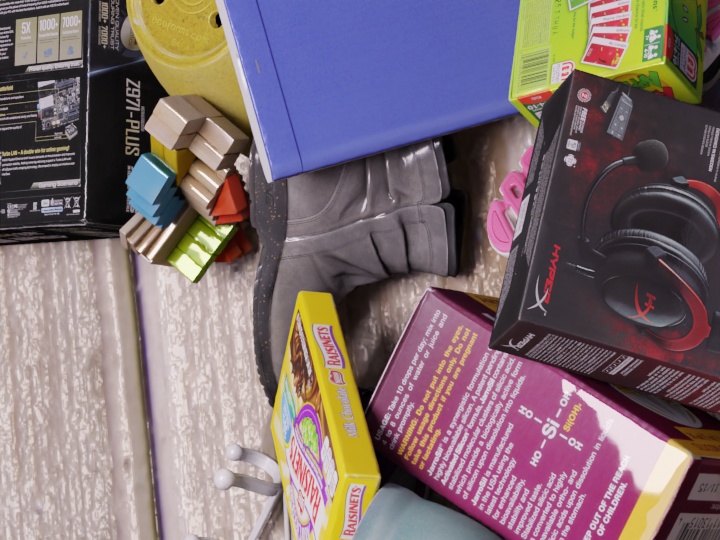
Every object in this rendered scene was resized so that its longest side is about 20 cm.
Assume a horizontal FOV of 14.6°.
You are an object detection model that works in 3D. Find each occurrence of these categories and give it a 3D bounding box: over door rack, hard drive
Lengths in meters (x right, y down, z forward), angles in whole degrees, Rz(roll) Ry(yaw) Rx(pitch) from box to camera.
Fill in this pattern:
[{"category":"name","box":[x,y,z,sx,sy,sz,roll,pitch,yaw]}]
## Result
[{"category":"over door rack","box":[-0.084,0.206,1.722,0.149,0.066,0.200,-65,20,13]},{"category":"hard drive","box":[0.022,-0.142,1.668,0.199,0.025,0.133,-16,90,-14]}]

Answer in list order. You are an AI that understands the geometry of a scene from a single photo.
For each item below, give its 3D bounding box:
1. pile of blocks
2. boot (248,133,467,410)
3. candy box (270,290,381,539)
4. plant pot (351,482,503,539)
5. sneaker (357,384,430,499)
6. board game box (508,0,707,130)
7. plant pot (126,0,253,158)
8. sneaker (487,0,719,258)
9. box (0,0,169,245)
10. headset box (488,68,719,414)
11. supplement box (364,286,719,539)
[{"category":"pile of blocks","box":[-0.102,-0.036,1.745,0.062,0.200,0.082,39,74,16]},{"category":"boot","box":[0.000,0.000,1.730,0.131,0.070,0.201,1,119,4]},{"category":"candy box","box":[-0.023,0.106,1.643,0.200,0.026,0.103,-106,23,-59]},{"category":"plant pot","box":[0.051,0.232,1.550,0.133,0.200,0.202,15,94,11]},{"category":"sneaker","box":[-0.004,0.166,1.713,0.074,0.087,0.202,3,88,33]},{"category":"board game box","box":[0.148,-0.182,1.624,0.101,0.048,0.201,-12,57,31]},{"category":"plant pot","box":[-0.064,-0.166,1.749,0.199,0.142,0.202,-3,85,33]},{"category":"sneaker","box":[0.159,-0.070,1.642,0.200,0.087,0.074,-52,41,-6]},{"category":"box","box":[-0.221,-0.103,1.869,0.199,0.086,0.165,-4,84,40]},{"category":"headset box","box":[0.186,-0.007,1.543,0.199,0.075,0.150,17,74,-7]},{"category":"supplement box","box":[0.121,0.103,1.613,0.199,0.131,0.104,32,103,30]}]
